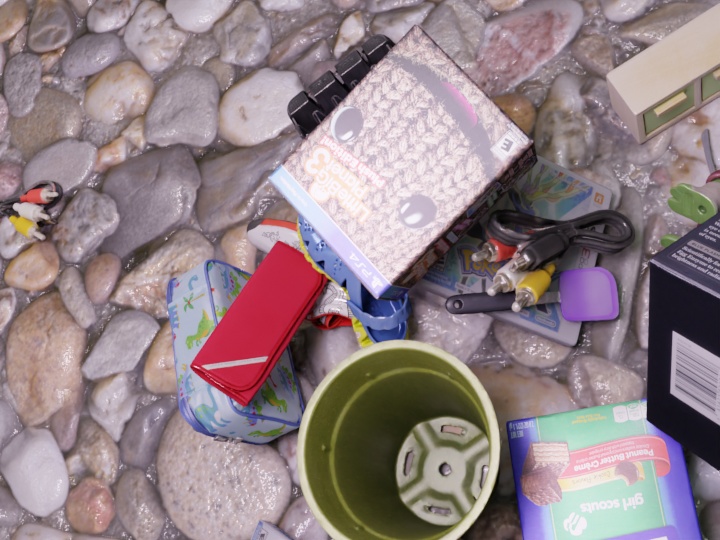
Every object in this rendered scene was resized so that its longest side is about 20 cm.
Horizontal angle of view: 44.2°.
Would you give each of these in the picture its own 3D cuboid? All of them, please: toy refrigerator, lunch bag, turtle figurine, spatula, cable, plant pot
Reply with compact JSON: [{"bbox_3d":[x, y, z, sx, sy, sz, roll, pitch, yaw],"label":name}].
[{"bbox_3d":[0.380,-0.229,0.982,0.199,0.076,0.070,-31,63,9],"label":"toy refrigerator"},{"bbox_3d":[-0.144,0.099,1.032,0.082,0.160,0.202,-27,63,23],"label":"lunch bag"},{"bbox_3d":[0.364,-0.102,0.892,0.193,0.144,0.201,-34,82,-23],"label":"turtle figurine"},{"bbox_3d":[0.178,0.029,0.916,0.198,0.021,0.057,-3,86,-21],"label":"spatula"},{"bbox_3d":[-0.522,-0.099,1.314,0.198,0.050,0.098,9,74,23],"label":"cable"},{"bbox_3d":[0.197,-0.029,0.919,0.098,0.199,0.050,55,140,18],"label":"cable"},{"bbox_3d":[0.064,0.192,0.896,0.198,0.190,0.202,-8,69,20],"label":"plant pot"}]

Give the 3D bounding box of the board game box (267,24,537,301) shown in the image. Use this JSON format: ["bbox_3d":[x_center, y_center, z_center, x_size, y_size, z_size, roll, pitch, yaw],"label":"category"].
[{"bbox_3d":[0.043,-0.097,0.847,0.200,0.097,0.160,-45,78,8],"label":"board game box"}]

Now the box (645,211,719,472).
[{"bbox_3d":[0.360,0.045,0.778,0.199,0.198,0.117,-29,40,-21],"label":"box"}]

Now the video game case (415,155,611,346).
[{"bbox_3d":[0.167,-0.037,0.950,0.198,0.022,0.184,21,77,-17],"label":"video game case"}]

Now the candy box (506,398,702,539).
[{"bbox_3d":[0.242,0.240,0.871,0.167,0.077,0.202,-13,69,17],"label":"candy box"}]

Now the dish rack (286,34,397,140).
[{"bbox_3d":[0.015,-0.147,0.953,0.153,0.054,0.201,-36,63,11],"label":"dish rack"}]

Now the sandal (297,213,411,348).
[{"bbox_3d":[0.000,0.000,0.991,0.079,0.087,0.201,-34,88,-17],"label":"sandal"}]

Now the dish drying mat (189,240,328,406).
[{"bbox_3d":[-0.106,0.052,0.974,0.076,0.018,0.201,32,52,-1],"label":"dish drying mat"}]

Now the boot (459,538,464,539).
[{"bbox_3d":[0.067,0.358,0.855,0.072,0.155,0.202,3,73,23],"label":"boot"}]

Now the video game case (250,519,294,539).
[{"bbox_3d":[-0.108,0.382,0.932,0.182,0.022,0.202,-1,65,64],"label":"video game case"}]

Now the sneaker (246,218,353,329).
[{"bbox_3d":[-0.069,0.007,1.085,0.199,0.067,0.109,13,75,23],"label":"sneaker"}]
